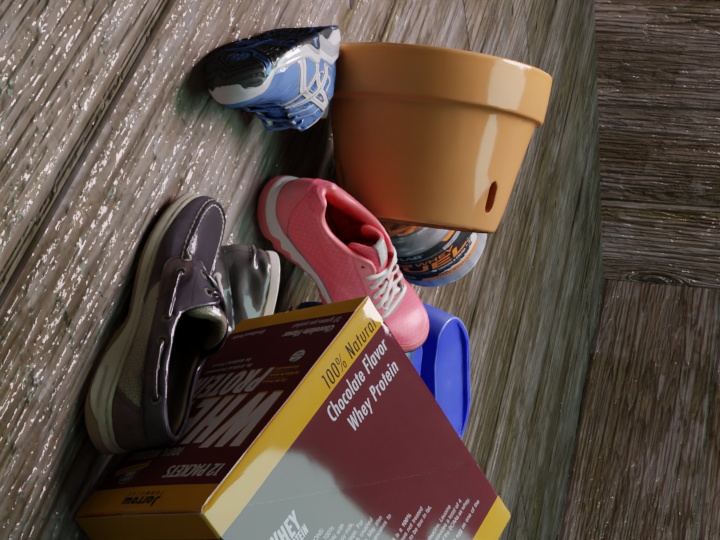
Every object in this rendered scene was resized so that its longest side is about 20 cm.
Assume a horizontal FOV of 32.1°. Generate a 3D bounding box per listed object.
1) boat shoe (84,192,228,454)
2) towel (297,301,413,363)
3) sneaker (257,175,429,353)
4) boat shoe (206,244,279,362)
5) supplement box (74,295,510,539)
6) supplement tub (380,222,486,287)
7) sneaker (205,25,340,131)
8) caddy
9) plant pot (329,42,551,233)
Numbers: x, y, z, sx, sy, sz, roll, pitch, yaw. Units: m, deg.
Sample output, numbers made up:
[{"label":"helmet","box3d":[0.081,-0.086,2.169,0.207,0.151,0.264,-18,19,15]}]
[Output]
[{"label":"boat shoe","box3d":[-0.118,0.033,0.828,0.072,0.064,0.201,73,27,-47]},{"label":"towel","box3d":[-0.015,0.127,1.113,0.049,0.111,0.201,43,55,-70]},{"label":"sneaker","box3d":[0.000,0.000,1.037,0.200,0.087,0.074,47,61,-25]},{"label":"boat shoe","box3d":[-0.104,0.079,0.930,0.067,0.057,0.201,-169,-93,-71]},{"label":"supplement box","box3d":[-0.037,0.162,0.828,0.200,0.132,0.197,56,48,-21]},{"label":"supplement tub","box3d":[0.054,-0.060,1.271,0.200,0.122,0.123,38,59,-69]},{"label":"sneaker","box3d":[-0.057,-0.143,0.958,0.200,0.075,0.078,-38,127,-66]},{"label":"caddy","box3d":[0.036,0.119,1.304,0.141,0.105,0.201,-28,125,-42]},{"label":"plant pot","box3d":[0.059,-0.109,1.085,0.200,0.199,0.141,2,94,-73]}]
